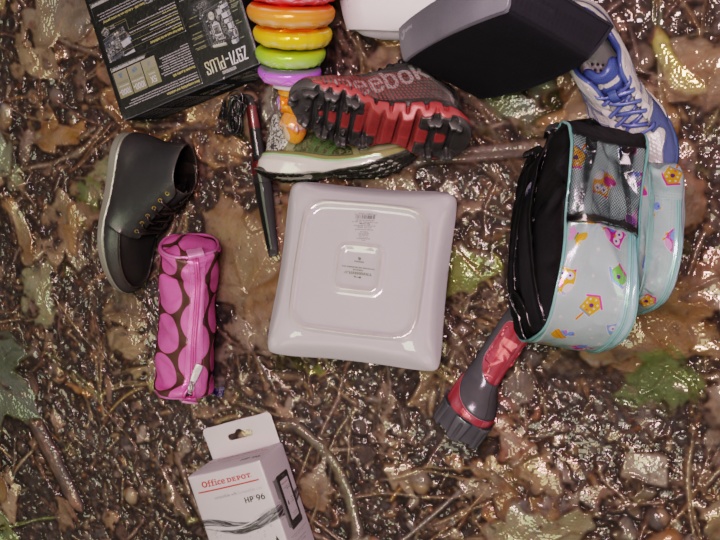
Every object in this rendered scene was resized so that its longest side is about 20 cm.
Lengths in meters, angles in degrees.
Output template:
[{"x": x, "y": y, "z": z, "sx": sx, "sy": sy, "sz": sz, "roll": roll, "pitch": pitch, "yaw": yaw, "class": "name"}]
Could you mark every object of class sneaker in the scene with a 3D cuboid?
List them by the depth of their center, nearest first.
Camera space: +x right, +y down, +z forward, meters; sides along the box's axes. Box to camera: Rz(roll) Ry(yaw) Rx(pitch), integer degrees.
[{"x": 0.247, "y": -0.174, "z": 0.910, "sx": 0.075, "sy": 0.088, "sz": 0.202, "roll": -32, "pitch": 89, "yaw": 22, "class": "sneaker"}, {"x": 0.020, "y": -0.179, "z": 0.974, "sx": 0.197, "sy": 0.099, "sz": 0.071, "roll": 8, "pitch": 142, "yaw": -10, "class": "sneaker"}, {"x": -0.029, "y": -0.151, "z": 1.038, "sx": 0.196, "sy": 0.077, "sz": 0.090, "roll": -1, "pitch": 87, "yaw": 18, "class": "sneaker"}, {"x": -0.261, "y": -0.065, "z": 1.134, "sx": 0.105, "sy": 0.074, "sz": 0.204, "roll": 11, "pitch": 103, "yaw": 28, "class": "sneaker"}]

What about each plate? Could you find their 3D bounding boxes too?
[{"x": 0.000, "y": 0.000, "z": 1.017, "sx": 0.196, "sy": 0.032, "sz": 0.204, "roll": 5, "pitch": 78, "yaw": 12, "class": "plate"}]

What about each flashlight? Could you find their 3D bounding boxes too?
[{"x": 0.156, "y": 0.100, "z": 1.009, "sx": 0.067, "sy": 0.068, "sz": 0.202, "roll": 36, "pitch": 111, "yaw": 12, "class": "flashlight"}]

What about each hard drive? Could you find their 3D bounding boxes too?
[{"x": 0.128, "y": -0.218, "z": 0.878, "sx": 0.133, "sy": 0.199, "sz": 0.043, "roll": 21, "pitch": 79, "yaw": -24, "class": "hard drive"}]

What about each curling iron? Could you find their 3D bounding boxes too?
[{"x": -0.126, "y": -0.116, "z": 1.104, "sx": 0.049, "sy": 0.025, "sz": 0.203, "roll": -12, "pitch": 96, "yaw": 32, "class": "curling iron"}]

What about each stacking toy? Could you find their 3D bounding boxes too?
[{"x": -0.073, "y": -0.234, "z": 0.979, "sx": 0.108, "sy": 0.116, "sz": 0.203, "roll": -5, "pitch": 115, "yaw": -16, "class": "stacking toy"}]

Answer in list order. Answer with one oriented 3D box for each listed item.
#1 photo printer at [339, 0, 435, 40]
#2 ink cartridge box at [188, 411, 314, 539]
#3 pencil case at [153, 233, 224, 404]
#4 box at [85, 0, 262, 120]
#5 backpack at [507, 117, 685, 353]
[{"x": 0.070, "y": -0.326, "z": 0.961, "sx": 0.197, "sy": 0.069, "sz": 0.170, "roll": 8, "pitch": 103, "yaw": 20, "class": "photo printer"}, {"x": -0.141, "y": 0.295, "z": 1.164, "sx": 0.114, "sy": 0.068, "sz": 0.203, "roll": -17, "pitch": 93, "yaw": 23, "class": "ink cartridge box"}, {"x": -0.212, "y": 0.059, "z": 1.134, "sx": 0.089, "sy": 0.094, "sz": 0.204, "roll": 0, "pitch": 104, "yaw": -10, "class": "pencil case"}, {"x": -0.202, "y": -0.285, "z": 1.067, "sx": 0.197, "sy": 0.086, "sz": 0.166, "roll": -17, "pitch": 94, "yaw": 24, "class": "box"}, {"x": 0.218, "y": -0.020, "z": 0.882, "sx": 0.151, "sy": 0.176, "sz": 0.203, "roll": 15, "pitch": 78, "yaw": -4, "class": "backpack"}]
